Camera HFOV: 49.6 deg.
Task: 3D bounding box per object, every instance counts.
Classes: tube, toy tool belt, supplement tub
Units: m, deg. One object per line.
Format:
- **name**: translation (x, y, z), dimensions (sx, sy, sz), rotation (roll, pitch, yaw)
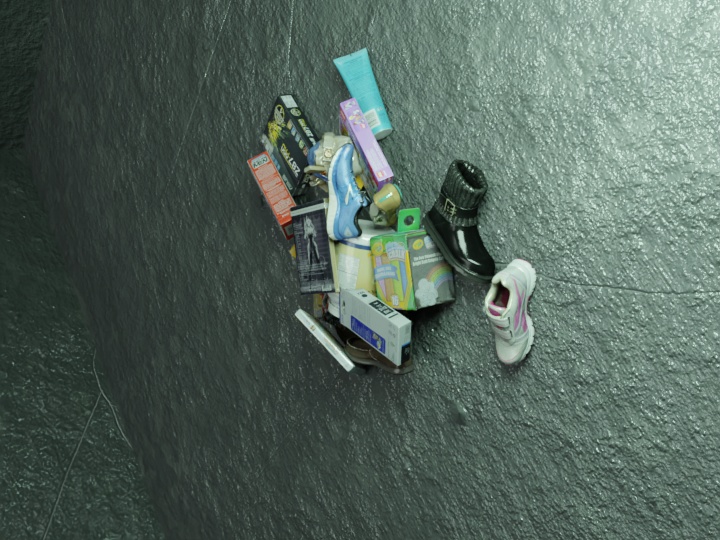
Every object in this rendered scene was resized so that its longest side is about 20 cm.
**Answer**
- **tube**: translation (0.011, -0.386, 1.702), dimensions (0.050, 0.077, 0.202), rotation (101, 149, -79)
- **toy tool belt**: translation (-0.080, -0.241, 1.747), dimensions (0.200, 0.122, 0.126), rotation (-166, 54, -78)
- **supplement tub**: translation (0.000, 0.000, 1.737), dimensions (0.144, 0.143, 0.202), rotation (28, 116, 45)

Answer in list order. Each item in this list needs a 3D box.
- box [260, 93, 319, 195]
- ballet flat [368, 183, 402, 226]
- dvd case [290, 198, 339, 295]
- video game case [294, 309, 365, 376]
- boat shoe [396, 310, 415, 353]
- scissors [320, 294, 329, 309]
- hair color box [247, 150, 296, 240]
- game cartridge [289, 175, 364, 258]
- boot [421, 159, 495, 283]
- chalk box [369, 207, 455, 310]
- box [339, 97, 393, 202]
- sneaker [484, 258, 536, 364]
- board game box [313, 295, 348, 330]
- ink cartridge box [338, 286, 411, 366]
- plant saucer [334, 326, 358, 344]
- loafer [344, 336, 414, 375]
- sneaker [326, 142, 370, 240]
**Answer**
- **box**: translation (-0.173, -0.317, 1.967), dimensions (0.201, 0.049, 0.162), rotation (60, 143, 24)
- **ballet flat**: translation (0.044, -0.131, 1.633), dimensions (0.069, 0.063, 0.200), rotation (56, 171, 11)
- **dvd case**: translation (-0.102, -0.049, 1.718), dimensions (0.148, 0.016, 0.203), rotation (-7, 91, 55)
- **video game case**: translation (-0.067, 0.173, 1.839), dimensions (0.023, 0.200, 0.182), rotation (-44, 77, -1)
- **boat shoe**: translation (0.090, 0.110, 1.726), dimensions (0.066, 0.071, 0.203), rotation (21, 121, 42)
- **scissors**: translation (-0.070, 0.018, 1.817), dimensions (0.074, 0.014, 0.201), rotation (67, 154, 25)
- **hair color box**: translation (-0.214, -0.191, 1.998), dimensions (0.201, 0.063, 0.111), rotation (62, 175, 18)
- **game cartridge**: translation (-0.072, -0.128, 1.802), dimensions (0.032, 0.177, 0.200), rotation (40, 143, -14)
- **boot**: translation (0.212, -0.094, 1.501), dimensions (0.212, 0.079, 0.159), rotation (51, 131, 25)
- **chalk box**: translation (0.105, -0.027, 1.622), dimensions (0.123, 0.123, 0.203), rotation (-3, 96, 52)
- **box**: translation (0.010, -0.256, 1.701), dimensions (0.137, 0.039, 0.202), rotation (97, 149, -72)
- **sneaker**: translation (0.271, 0.083, 1.463), dimensions (0.081, 0.088, 0.203), rotation (14, 110, 50)
- **board game box**: translation (-0.063, 0.030, 1.882), dimensions (0.135, 0.034, 0.203), rotation (19, 113, 49)
- **ink cartridge box**: translation (0.028, 0.108, 1.635), dimensions (0.199, 0.039, 0.100), rotation (33, 135, 41)
- **plant saucer**: translation (-0.011, 0.108, 1.887), dimensions (0.199, 0.029, 0.203), rotation (16, 111, 49)
- **loafer**: translation (0.043, 0.171, 1.714), dimensions (0.199, 0.073, 0.072), rotation (12, 108, 45)
- **sneaker**: translation (-0.019, -0.164, 1.624), dimensions (0.088, 0.079, 0.203), rotation (4, 102, 13)
